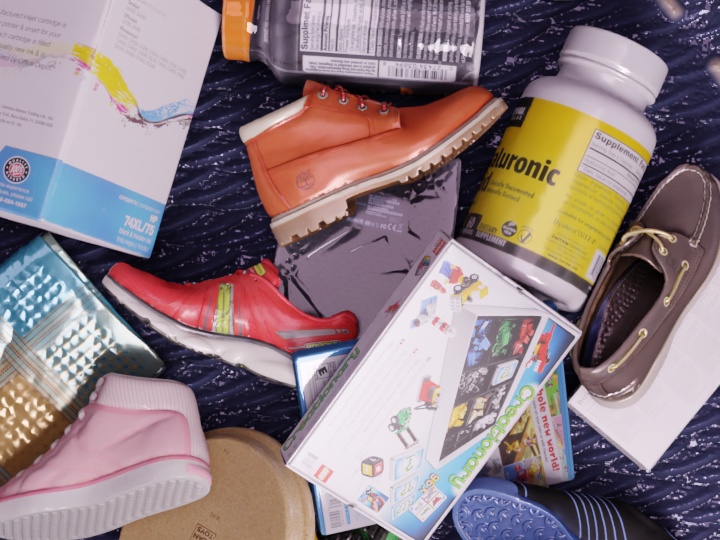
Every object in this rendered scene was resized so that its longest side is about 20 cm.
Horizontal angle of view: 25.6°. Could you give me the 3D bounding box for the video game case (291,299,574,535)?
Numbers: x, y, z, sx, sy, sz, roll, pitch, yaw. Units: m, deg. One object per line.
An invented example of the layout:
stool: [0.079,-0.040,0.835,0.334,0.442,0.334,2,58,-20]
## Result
video game case: [0.057,0.109,1.176,0.199,0.018,0.144,-11,107,-9]

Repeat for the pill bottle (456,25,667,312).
pill bottle: [0.158,-0.079,1.210,0.111,0.111,0.201,25,86,3]

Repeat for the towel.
towel: [-0.273,0.084,1.232,0.200,0.022,0.147,-39,105,-1]

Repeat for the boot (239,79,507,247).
boot: [0.007,-0.107,1.187,0.199,0.075,0.108,-25,88,1]

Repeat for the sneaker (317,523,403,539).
sneaker: [-0.003,0.264,1.219,0.085,0.078,0.201,29,78,-33]

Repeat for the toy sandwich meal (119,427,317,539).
toy sandwich meal: [-0.100,0.220,1.205,0.205,0.070,0.206,-15,61,29]

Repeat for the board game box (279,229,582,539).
board game box: [0.050,0.087,1.139,0.126,0.035,0.200,35,96,-19]

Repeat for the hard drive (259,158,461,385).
hard drive: [0.000,0.000,1.241,0.134,0.042,0.201,11,87,2]

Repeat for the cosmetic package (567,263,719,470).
cosmetic package: [0.252,0.052,1.229,0.082,0.051,0.200,40,88,4]

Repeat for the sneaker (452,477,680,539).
sneaker: [0.160,0.200,1.197,0.200,0.078,0.070,27,117,-8]

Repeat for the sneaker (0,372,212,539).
sneaker: [-0.206,0.142,1.220,0.200,0.075,0.105,-19,61,20]

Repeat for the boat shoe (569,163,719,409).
boat shoe: [0.215,0.003,1.185,0.072,0.060,0.200,19,76,36]

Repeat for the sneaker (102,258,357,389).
sneaker: [-0.095,0.028,1.198,0.199,0.077,0.085,21,85,1]

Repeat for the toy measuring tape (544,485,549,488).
toy measuring tape: [0.112,0.103,1.234,0.073,0.074,0.201,-18,109,0]

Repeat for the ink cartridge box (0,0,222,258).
ink cartridge box: [-0.222,-0.132,1.182,0.146,0.146,0.201,15,86,27]

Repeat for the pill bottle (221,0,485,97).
pill bottle: [-0.006,-0.192,1.223,0.199,0.106,0.107,5,86,2]
